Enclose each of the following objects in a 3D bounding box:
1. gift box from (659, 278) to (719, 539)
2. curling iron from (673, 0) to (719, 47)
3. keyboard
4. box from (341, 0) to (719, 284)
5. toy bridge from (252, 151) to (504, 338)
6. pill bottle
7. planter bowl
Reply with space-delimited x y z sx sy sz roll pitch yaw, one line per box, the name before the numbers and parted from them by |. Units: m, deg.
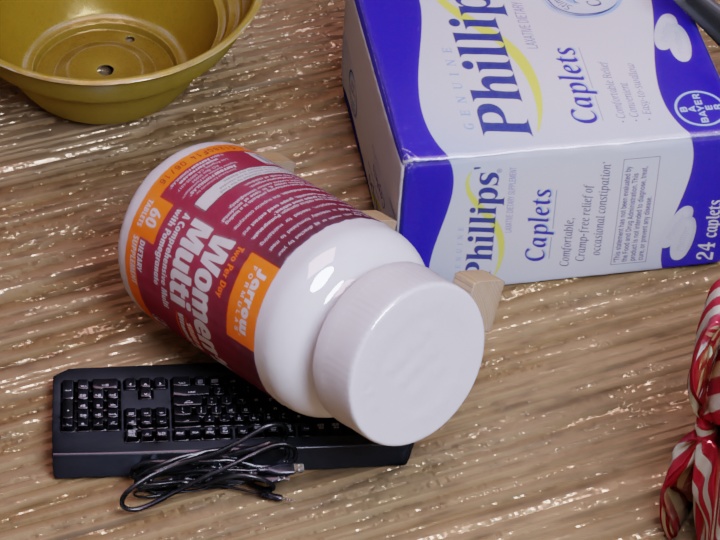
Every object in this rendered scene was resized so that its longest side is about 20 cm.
gift box | 0.250 0.093 1.291 0.186 0.185 0.200 11 39 5
curling iron | 0.242 -0.136 1.543 0.200 0.050 0.026 23 20 -41
keyboard | -0.066 0.078 1.391 0.199 0.040 0.104 -3 45 -5
box | 0.102 -0.094 1.525 0.199 0.105 0.184 -6 45 -8
toy bridge | 0.000 0.000 1.447 0.027 0.067 0.200 -3 25 -44
pill bottle | -0.033 0.012 1.379 0.109 0.110 0.200 -29 38 -28
planter bowl | -0.157 -0.149 1.582 0.200 0.084 0.201 1 45 -1
